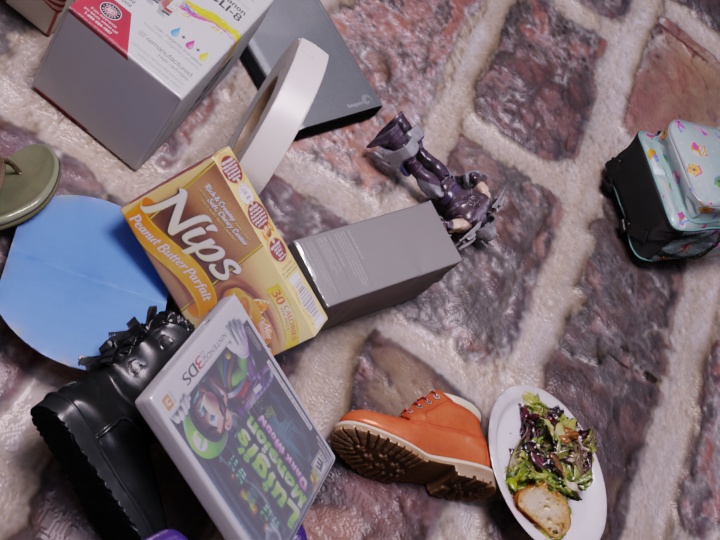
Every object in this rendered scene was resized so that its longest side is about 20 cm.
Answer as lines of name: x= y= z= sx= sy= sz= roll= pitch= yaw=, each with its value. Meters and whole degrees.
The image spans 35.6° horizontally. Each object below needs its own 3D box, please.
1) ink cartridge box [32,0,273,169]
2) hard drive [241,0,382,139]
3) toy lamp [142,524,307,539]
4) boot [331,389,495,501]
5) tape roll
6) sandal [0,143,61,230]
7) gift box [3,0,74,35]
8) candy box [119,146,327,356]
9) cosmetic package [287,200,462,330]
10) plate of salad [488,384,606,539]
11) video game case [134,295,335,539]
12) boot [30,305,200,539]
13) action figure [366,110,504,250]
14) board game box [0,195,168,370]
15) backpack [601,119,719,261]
ink cartridge box: x=-0.219 y=-0.244 z=1.201 sx=0.145 sy=0.145 sz=0.200 roll=38 pitch=50 yaw=-7
hard drive: x=-0.076 y=-0.261 z=1.372 sx=0.139 sy=0.033 sz=0.200 roll=-22 pitch=77 yaw=-38
toy lamp: x=-0.129 y=0.251 z=0.993 sx=0.200 sy=0.058 sz=0.058 roll=9 pitch=57 yaw=-55
boot: x=0.054 y=0.169 z=1.190 sx=0.200 sy=0.075 sz=0.108 roll=23 pitch=51 yaw=-30
tape roll: x=-0.100 y=-0.150 z=1.185 sx=0.037 sy=0.203 sz=0.203 roll=29 pitch=52 yaw=-15
sandal: x=-0.366 y=-0.071 z=1.052 sx=0.080 sy=0.057 sz=0.201 roll=30 pitch=45 yaw=28
gift box: x=-0.336 y=-0.393 z=1.184 sx=0.184 sy=0.200 sz=0.187 roll=35 pitch=52 yaw=-4
candy box: x=-0.133 y=-0.005 z=1.104 sx=0.200 sy=0.115 sz=0.055 roll=61 pitch=19 yaw=-8
cosmetic package: x=0.000 y=0.000 z=1.225 sx=0.200 sy=0.107 sz=0.090 roll=-21 pitch=77 yaw=-40
plate of salad: x=0.218 y=0.218 z=1.253 sx=0.200 sy=0.048 sz=0.201 roll=26 pitch=47 yaw=-32
video game case: x=-0.104 y=0.147 z=1.017 sx=0.200 sy=0.023 sz=0.182 roll=60 pitch=29 yaw=-16
boot: x=-0.190 y=0.146 z=1.017 sx=0.162 sy=0.073 sz=0.199 roll=-41 pitch=111 yaw=-41
action figure: x=0.098 y=-0.103 z=1.372 sx=0.200 sy=0.069 sz=0.130 roll=46 pitch=43 yaw=-6
board game box: x=-0.269 y=0.018 z=1.093 sx=0.158 sy=0.039 sz=0.200 roll=20 pitch=48 yaw=-20
backpack: x=0.459 y=-0.108 z=1.543 sx=0.199 sy=0.153 sz=0.176 roll=7 pitch=55 yaw=-36
